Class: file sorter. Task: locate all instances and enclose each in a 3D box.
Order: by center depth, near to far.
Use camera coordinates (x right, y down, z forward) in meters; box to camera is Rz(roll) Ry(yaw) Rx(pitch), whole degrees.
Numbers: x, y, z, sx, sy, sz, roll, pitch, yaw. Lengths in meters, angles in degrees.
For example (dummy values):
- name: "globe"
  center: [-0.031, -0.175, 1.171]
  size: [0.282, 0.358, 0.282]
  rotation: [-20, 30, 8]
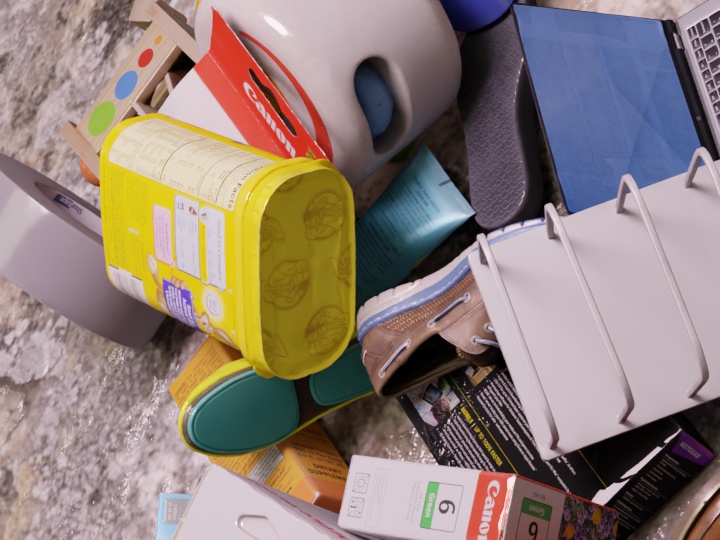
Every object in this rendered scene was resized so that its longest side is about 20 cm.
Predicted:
- name: "file sorter"
  center: [0.178, 0.012, 1.084]
  size: [0.199, 0.125, 0.139]
  rotation: [-20, 80, 2]

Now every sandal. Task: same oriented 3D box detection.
- name: "sandal"
  center: [0.111, -0.117, 1.364]
  size: [0.076, 0.043, 0.201]
  rotation: [-20, 60, 44]

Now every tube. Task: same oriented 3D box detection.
- name: "tube"
  center: [0.000, 0.000, 1.376]
  size: [0.200, 0.050, 0.078]
  rotation: [-47, 59, 17]

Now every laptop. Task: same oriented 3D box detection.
- name: "laptop"
  center: [0.229, -0.134, 1.209]
  size: [0.200, 0.116, 0.188]
  rotation: [-30, 51, 26]

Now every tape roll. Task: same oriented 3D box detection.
- name: "tape roll"
  center: [-0.243, -0.017, 1.504]
  size: [0.066, 0.200, 0.200]
  rotation: [-56, 44, 3]

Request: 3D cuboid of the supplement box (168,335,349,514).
- name: "supplement box"
  center: [-0.069, 0.132, 1.359]
  size: [0.069, 0.066, 0.200]
  rotation: [-56, 43, 15]

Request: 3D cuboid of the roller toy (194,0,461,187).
- name: "roller toy"
  center: [-0.031, -0.161, 1.363]
  size: [0.140, 0.200, 0.182]
  rotation: [-41, 2, -21]

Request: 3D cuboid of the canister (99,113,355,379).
- name: "canister"
  center: [-0.099, -0.024, 1.291]
  size: [0.200, 0.086, 0.149]
  rotation: [23, 121, 45]

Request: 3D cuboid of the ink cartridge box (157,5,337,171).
- name: "ink cartridge box"
  center: [-0.090, -0.077, 1.345]
  size: [0.050, 0.200, 0.162]
  rotation: [-31, 75, -18]

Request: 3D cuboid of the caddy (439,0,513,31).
- name: "caddy"
  center: [0.065, -0.271, 1.406]
  size: [0.142, 0.105, 0.200]
  rotation: [-53, 27, -1]

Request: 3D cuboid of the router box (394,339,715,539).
- name: "router box"
  center: [0.123, 0.100, 1.220]
  size: [0.149, 0.051, 0.200]
  rotation: [-45, 45, 11]

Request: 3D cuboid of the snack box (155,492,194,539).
- name: "snack box"
  center: [-0.123, 0.246, 1.275]
  size: [0.037, 0.200, 0.117]
  rotation: [2, 62, -1]

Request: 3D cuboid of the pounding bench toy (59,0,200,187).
- name: "pounding bench toy"
  center: [-0.172, -0.131, 1.557]
  size: [0.156, 0.124, 0.200]
  rotation: [-52, 44, 7]

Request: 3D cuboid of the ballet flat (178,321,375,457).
- name: "ballet flat"
  center: [-0.054, 0.082, 1.317]
  size: [0.067, 0.199, 0.067]
  rotation: [19, 123, 55]

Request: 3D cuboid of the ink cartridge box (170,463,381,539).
- name: "ink cartridge box"
  center: [-0.009, 0.210, 1.171]
  size: [0.145, 0.200, 0.088]
  rotation: [24, 85, 46]

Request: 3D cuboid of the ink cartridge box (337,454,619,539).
- name: "ink cartridge box"
  center: [0.095, 0.153, 1.094]
  size: [0.199, 0.109, 0.051]
  rotation: [0, 73, 44]

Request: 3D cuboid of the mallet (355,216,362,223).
- name: "mallet"
  center: [-0.010, -0.022, 1.421]
  size: [0.199, 0.041, 0.066]
  rotation: [-6, 67, 35]

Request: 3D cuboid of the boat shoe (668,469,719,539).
- name: "boat shoe"
  center: [0.255, 0.138, 1.068]
  size: [0.200, 0.072, 0.068]
  rotation: [-52, 44, 8]

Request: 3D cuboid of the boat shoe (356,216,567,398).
- name: "boat shoe"
  center: [0.085, 0.031, 1.213]
  size: [0.200, 0.072, 0.073]
  rotation: [-29, 53, 35]
